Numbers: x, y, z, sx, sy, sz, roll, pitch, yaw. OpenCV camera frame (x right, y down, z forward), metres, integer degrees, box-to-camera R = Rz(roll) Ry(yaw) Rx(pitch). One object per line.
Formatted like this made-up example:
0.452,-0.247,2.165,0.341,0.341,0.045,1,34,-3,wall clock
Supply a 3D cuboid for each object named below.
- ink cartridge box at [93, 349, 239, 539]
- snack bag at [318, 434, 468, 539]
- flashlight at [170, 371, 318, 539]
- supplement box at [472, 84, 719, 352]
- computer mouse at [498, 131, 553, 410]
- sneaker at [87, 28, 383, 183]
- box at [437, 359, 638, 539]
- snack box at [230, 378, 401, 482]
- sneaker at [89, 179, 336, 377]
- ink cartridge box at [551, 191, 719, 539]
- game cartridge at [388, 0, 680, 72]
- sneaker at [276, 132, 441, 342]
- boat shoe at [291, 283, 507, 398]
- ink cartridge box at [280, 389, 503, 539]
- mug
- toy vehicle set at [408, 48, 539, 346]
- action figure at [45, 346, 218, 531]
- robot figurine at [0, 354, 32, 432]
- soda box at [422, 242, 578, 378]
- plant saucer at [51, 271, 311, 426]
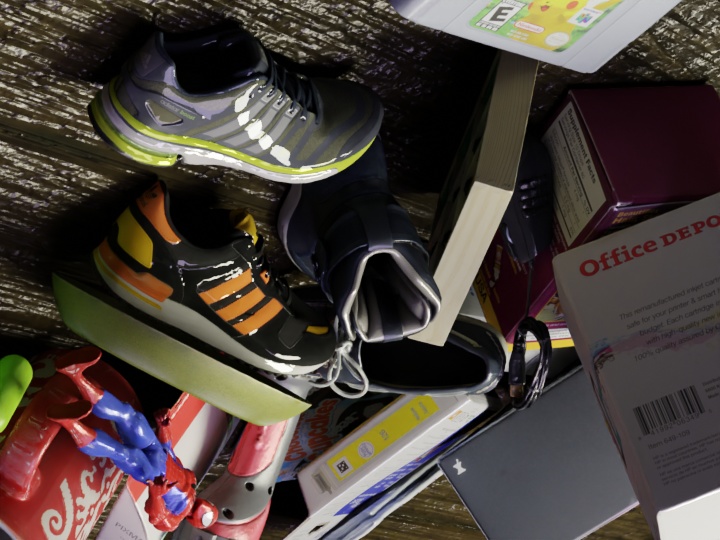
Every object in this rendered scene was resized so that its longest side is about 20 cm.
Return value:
-0.131,0.134,1.793,0.161,0.050,0.200,-56,-179,-39,ink cartridge box
-0.009,0.226,2.075,0.200,0.021,0.188,-37,177,34,snack bag
-0.083,0.130,1.790,0.068,0.201,0.068,18,-174,-5,flashlight
0.176,-0.036,1.720,0.130,0.104,0.200,-3,149,-28,supplement box
0.110,0.001,1.678,0.034,0.201,0.059,-5,-172,-28,computer mouse
-0.065,-0.106,1.473,0.199,0.074,0.081,-1,145,-35,sneaker
0.199,0.132,1.940,0.200,0.124,0.198,-35,176,26,box
-0.024,0.109,1.928,0.116,0.037,0.200,-7,151,-24,snack box
-0.083,0.005,1.628,0.199,0.070,0.090,24,114,-31,sneaker
0.238,0.075,1.633,0.146,0.201,0.146,-21,154,1,ink cartridge box
0.127,-0.188,1.484,0.199,0.041,0.133,10,137,-44,game cartridge
-0.002,0.000,1.629,0.077,0.147,0.203,-16,154,-9,sneaker
0.007,0.056,1.721,0.199,0.075,0.062,13,-171,10,boat shoe
0.014,0.149,1.890,0.200,0.047,0.198,-34,171,6,ink cartridge box
-0.224,0.146,1.666,0.177,0.134,0.200,-26,-163,33,mug
0.077,-0.052,1.607,0.026,0.125,0.200,16,146,-3,toy vehicle set
-0.148,0.127,1.625,0.051,0.066,0.200,-12,144,16,action figure
-0.305,0.053,1.556,0.174,0.116,0.200,10,151,3,robot figurine
0.096,0.032,1.838,0.199,0.064,0.068,10,141,-44,soda box
-0.128,0.059,1.620,0.200,0.199,0.031,29,87,-55,plant saucer
